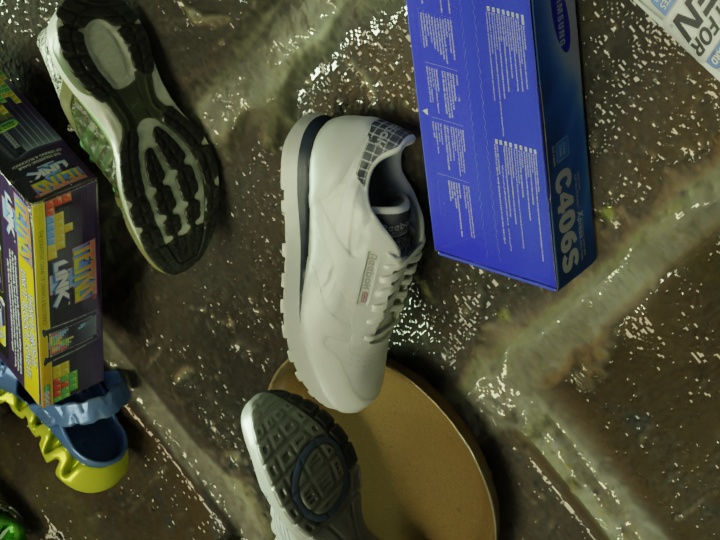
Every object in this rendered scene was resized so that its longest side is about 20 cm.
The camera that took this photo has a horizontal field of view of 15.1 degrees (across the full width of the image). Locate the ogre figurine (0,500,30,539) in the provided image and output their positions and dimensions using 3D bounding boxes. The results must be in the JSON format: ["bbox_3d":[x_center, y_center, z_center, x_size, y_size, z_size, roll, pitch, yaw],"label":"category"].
[{"bbox_3d":[-0.366,0.200,2.204,0.200,0.098,0.120,1,130,58],"label":"ogre figurine"}]

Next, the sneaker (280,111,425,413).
[{"bbox_3d":[0.000,0.000,1.700,0.080,0.076,0.200,7,116,26],"label":"sneaker"}]

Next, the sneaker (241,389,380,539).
[{"bbox_3d":[-0.032,0.173,1.827,0.087,0.074,0.200,-12,108,54],"label":"sneaker"}]

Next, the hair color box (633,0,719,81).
[{"bbox_3d":[0.230,-0.134,1.388,0.200,0.065,0.109,43,139,11],"label":"hair color box"}]

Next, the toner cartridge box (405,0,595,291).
[{"bbox_3d":[0.082,-0.093,1.582,0.095,0.043,0.200,18,129,35],"label":"toner cartridge box"}]

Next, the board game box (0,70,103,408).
[{"bbox_3d":[-0.245,-0.030,1.906,0.165,0.057,0.200,45,148,34],"label":"board game box"}]

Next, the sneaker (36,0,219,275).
[{"bbox_3d":[-0.160,-0.092,1.818,0.089,0.077,0.200,-5,108,61],"label":"sneaker"}]

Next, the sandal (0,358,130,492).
[{"bbox_3d":[-0.239,0.069,2.003,0.200,0.079,0.087,39,136,6],"label":"sandal"}]

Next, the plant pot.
[{"bbox_3d":[0.019,0.133,1.821,0.200,0.027,0.200,26,134,30],"label":"plant pot"}]
